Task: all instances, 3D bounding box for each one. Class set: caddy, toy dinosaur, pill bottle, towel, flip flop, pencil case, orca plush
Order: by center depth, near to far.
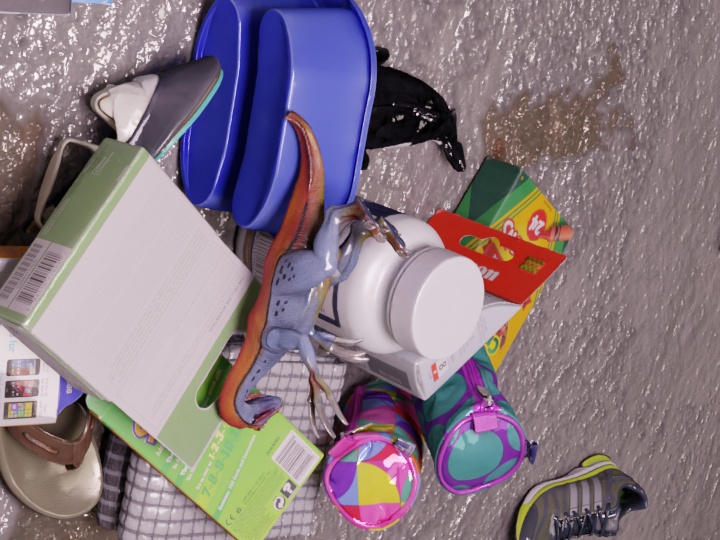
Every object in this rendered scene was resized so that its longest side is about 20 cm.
[{"bbox_3d":[-0.049,0.025,0.994,0.181,0.201,0.105,-37,168,11],"label":"toy dinosaur"},{"bbox_3d":[-0.229,0.101,1.016,0.081,0.057,0.203,-24,122,-37],"label":"flip flop"},{"bbox_3d":[-0.056,-0.118,1.046,0.104,0.141,0.203,-1,108,-42],"label":"caddy"},{"bbox_3d":[0.000,0.000,1.106,0.110,0.199,0.112,-20,120,-39],"label":"pill bottle"},{"bbox_3d":[-0.115,0.131,1.131,0.198,0.085,0.168,3,102,-45],"label":"towel"},{"bbox_3d":[0.084,0.099,1.191,0.084,0.201,0.093,7,121,-16],"label":"pencil case"},{"bbox_3d":[0.040,-0.124,1.193,0.199,0.071,0.106,28,85,-48],"label":"orca plush"},{"bbox_3d":[0.015,0.153,1.201,0.200,0.087,0.090,-66,170,-81],"label":"pencil case"}]

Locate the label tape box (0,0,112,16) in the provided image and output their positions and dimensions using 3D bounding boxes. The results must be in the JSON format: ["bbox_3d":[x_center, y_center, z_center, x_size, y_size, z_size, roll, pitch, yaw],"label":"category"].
[{"bbox_3d":[-0.224,-0.240,0.879,0.198,0.066,0.145,-7,111,-43],"label":"label tape box"}]

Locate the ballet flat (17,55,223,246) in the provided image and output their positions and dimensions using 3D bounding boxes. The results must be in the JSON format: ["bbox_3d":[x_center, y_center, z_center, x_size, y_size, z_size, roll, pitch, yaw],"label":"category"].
[{"bbox_3d":[-0.177,-0.086,0.989,0.201,0.073,0.073,-55,136,-5],"label":"ballet flat"}]

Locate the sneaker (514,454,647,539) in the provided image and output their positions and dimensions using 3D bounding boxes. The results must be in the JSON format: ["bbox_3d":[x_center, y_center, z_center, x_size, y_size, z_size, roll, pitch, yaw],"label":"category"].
[{"bbox_3d":[0.249,0.274,1.564,0.199,0.080,0.075,-26,123,-37],"label":"sneaker"}]

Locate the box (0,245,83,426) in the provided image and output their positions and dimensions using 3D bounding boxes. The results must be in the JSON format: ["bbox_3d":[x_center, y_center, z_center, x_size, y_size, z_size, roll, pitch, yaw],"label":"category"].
[{"bbox_3d":[-0.277,0.045,0.922,0.198,0.041,0.121,0,105,-33],"label":"box"}]

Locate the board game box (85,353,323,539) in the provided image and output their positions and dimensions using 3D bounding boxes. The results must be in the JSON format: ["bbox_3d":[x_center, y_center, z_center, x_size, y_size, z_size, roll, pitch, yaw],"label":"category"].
[{"bbox_3d":[-0.117,0.118,1.040,0.096,0.030,0.200,-52,126,-16],"label":"board game box"}]

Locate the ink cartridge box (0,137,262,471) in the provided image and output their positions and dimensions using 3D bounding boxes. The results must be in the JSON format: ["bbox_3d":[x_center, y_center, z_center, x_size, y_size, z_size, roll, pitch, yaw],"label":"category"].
[{"bbox_3d":[-0.148,0.028,0.963,0.146,0.048,0.200,-59,139,-20],"label":"ink cartridge box"}]

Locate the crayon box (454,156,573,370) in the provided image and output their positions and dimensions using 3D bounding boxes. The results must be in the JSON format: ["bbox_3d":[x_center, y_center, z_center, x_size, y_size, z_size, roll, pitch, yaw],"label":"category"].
[{"bbox_3d":[0.120,0.009,1.346,0.127,0.050,0.201,41,76,-47],"label":"crayon box"}]

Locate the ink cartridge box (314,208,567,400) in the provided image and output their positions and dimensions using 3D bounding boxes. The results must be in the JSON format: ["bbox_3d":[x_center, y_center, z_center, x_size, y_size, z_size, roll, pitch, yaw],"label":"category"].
[{"bbox_3d":[0.059,0.010,1.200,0.200,0.161,0.050,-43,134,-25],"label":"ink cartridge box"}]
